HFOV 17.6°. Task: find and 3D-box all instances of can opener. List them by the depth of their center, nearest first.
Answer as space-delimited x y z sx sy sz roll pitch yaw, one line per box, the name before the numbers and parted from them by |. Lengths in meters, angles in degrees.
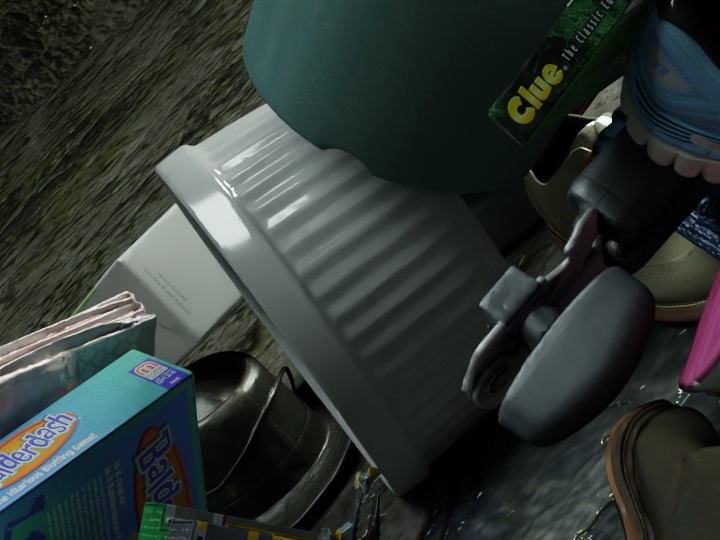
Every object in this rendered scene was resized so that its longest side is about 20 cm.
can opener | 0.116 -0.015 0.911 0.200 0.067 0.053 -47 -24 -13
can opener | 0.034 -0.021 1.315 0.200 0.067 0.053 -38 17 23

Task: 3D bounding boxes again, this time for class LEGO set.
LEGO set | -0.038 0.169 1.002 0.200 0.116 0.154 138 142 -70

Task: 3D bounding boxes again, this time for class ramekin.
ramekin | 0.000 0.000 1.129 0.105 0.200 0.200 -36 15 -4

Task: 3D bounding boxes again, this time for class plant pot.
plant pot | 0.048 -0.153 1.023 0.200 0.200 0.196 -70 3 -57

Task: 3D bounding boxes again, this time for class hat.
hat | -0.085 0.099 1.289 0.201 0.081 0.201 -42 17 16

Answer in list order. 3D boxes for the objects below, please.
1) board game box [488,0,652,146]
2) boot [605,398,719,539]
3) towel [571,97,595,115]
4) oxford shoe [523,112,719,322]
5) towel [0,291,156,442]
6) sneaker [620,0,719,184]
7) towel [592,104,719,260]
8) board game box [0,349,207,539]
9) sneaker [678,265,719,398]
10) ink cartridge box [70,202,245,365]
board game box | 0.126 -0.120 0.921 0.105 0.023 0.200 -51 -9 34
boot | 0.137 0.092 0.811 0.097 0.075 0.200 -14 18 17
towel | 0.148 -0.171 1.197 0.144 0.023 0.200 -77 14 -53
oxford shoe | 0.126 -0.030 1.068 0.071 0.074 0.200 -47 26 -12
towel | -0.171 0.129 1.155 0.032 0.200 0.191 21 30 32
sneaker | 0.192 -0.065 0.834 0.090 0.200 0.078 81 -159 -58
towel | 0.201 -0.091 0.998 0.200 0.049 0.112 -43 46 -8
board game box | -0.153 0.151 1.120 0.045 0.152 0.200 19 37 33
sneaker | 0.169 0.024 0.852 0.200 0.088 0.081 -26 -45 -80
ink cartridge box | -0.066 -0.030 1.336 0.200 0.067 0.117 -46 2 -27
